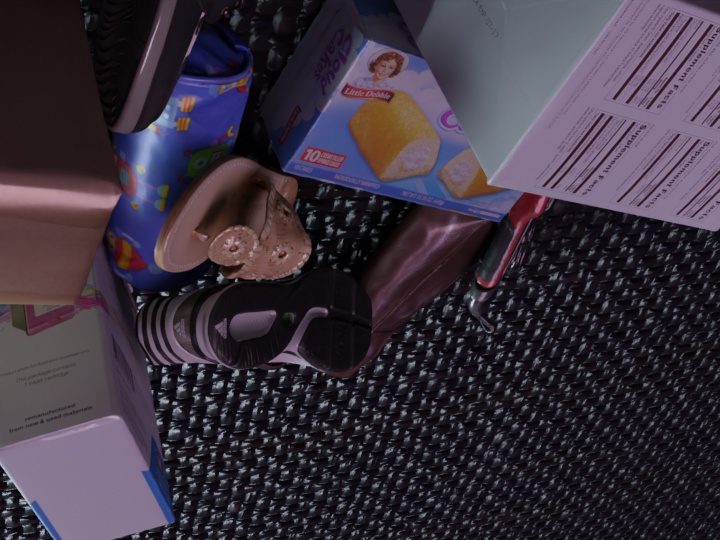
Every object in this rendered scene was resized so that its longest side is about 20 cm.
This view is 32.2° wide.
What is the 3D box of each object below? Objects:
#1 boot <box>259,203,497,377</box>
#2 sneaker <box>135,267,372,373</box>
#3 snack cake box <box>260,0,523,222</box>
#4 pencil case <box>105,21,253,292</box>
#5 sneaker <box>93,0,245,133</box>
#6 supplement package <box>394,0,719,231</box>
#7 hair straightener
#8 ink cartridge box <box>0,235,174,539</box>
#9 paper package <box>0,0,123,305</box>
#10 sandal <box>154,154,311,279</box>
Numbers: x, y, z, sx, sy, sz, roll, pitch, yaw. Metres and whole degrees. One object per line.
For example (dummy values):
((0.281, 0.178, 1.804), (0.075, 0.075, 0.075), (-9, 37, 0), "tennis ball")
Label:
((0.000, 0.000, 0.978), (0.200, 0.064, 0.186), (-42, 148, 25), "boot")
((-0.082, 0.034, 0.899), (0.115, 0.076, 0.200), (1, 178, 34), "sneaker")
((0.046, -0.112, 0.865), (0.199, 0.067, 0.115), (11, 132, -35), "snack cake box")
((-0.119, -0.075, 0.819), (0.086, 0.078, 0.201), (-18, 144, -30), "pencil case")
((-0.074, -0.163, 0.698), (0.106, 0.075, 0.201), (11, 107, -38), "sneaker")
((0.158, -0.152, 0.770), (0.199, 0.192, 0.147), (8, 134, -34), "supplement package")
((0.134, -0.040, 0.984), (0.077, 0.041, 0.201), (-32, 144, -59), "hair straightener")
((-0.196, 0.065, 0.852), (0.084, 0.201, 0.145), (-15, 141, -3), "ink cartridge box")
((-0.243, -0.079, 0.662), (0.199, 0.191, 0.104), (4, 135, -27), "paper package")
((-0.060, -0.029, 0.818), (0.078, 0.069, 0.212), (-66, 172, 12), "sandal")
